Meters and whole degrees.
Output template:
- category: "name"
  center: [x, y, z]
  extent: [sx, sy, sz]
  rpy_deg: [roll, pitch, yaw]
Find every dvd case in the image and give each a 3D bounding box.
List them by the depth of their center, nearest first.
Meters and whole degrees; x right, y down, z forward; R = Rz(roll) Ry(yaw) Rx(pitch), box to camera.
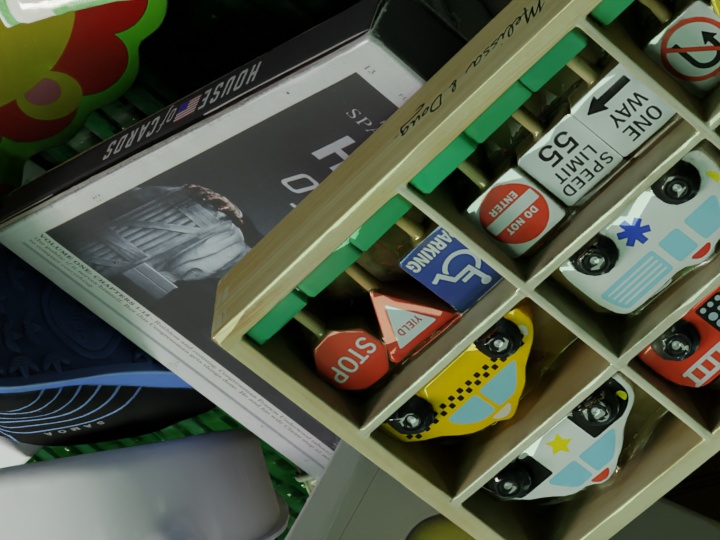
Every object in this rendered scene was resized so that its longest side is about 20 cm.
- category: "dvd case"
  center: [0.000, 0.000, 0.755]
  extent: [0.150, 0.025, 0.199]
  rpy_deg: [39, 147, -22]

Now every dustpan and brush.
- category: "dustpan and brush"
  center: [-0.071, 0.087, 0.861]
  extent: [0.139, 0.058, 0.200]
  rpy_deg: [-8, 177, -24]

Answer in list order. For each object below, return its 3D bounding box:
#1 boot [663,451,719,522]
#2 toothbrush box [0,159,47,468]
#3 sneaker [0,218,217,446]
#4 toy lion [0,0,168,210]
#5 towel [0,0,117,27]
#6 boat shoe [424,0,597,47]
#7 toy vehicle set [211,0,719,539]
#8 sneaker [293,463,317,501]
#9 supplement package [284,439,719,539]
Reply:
- category: "boot"
  center: [0.076, 0.026, 0.847]
  extent: [0.201, 0.071, 0.144]
  rpy_deg: [38, 141, -23]
- category: "toothbrush box"
  center: [-0.186, 0.018, 0.999]
  extent: [0.146, 0.086, 0.200]
  rpy_deg: [34, 149, -10]
- category: "sneaker"
  center: [-0.118, 0.024, 0.836]
  extent: [0.199, 0.071, 0.078]
  rpy_deg: [10, 147, -42]
- category: "toy lion"
  center: [-0.153, -0.067, 0.801]
  extent: [0.190, 0.069, 0.201]
  rpy_deg: [-8, 138, -5]
- category: "towel"
  center: [-0.049, -0.143, 0.652]
  extent: [0.199, 0.023, 0.153]
  rpy_deg: [-9, 115, 38]
- category: "boat shoe"
  center: [0.044, -0.062, 0.717]
  extent: [0.071, 0.070, 0.201]
  rpy_deg: [14, 151, 9]
- category: "toy vehicle set"
  center: [0.072, -0.015, 0.657]
  extent: [0.124, 0.027, 0.200]
  rpy_deg: [37, 117, -21]
- category: "sneaker"
  center: [0.009, 0.066, 0.922]
  extent: [0.200, 0.090, 0.067]
  rpy_deg: [36, 149, -16]
- category: "supplement package"
  center: [0.052, 0.175, 0.760]
  extent: [0.199, 0.192, 0.147]
  rpy_deg: [22, 152, 15]
